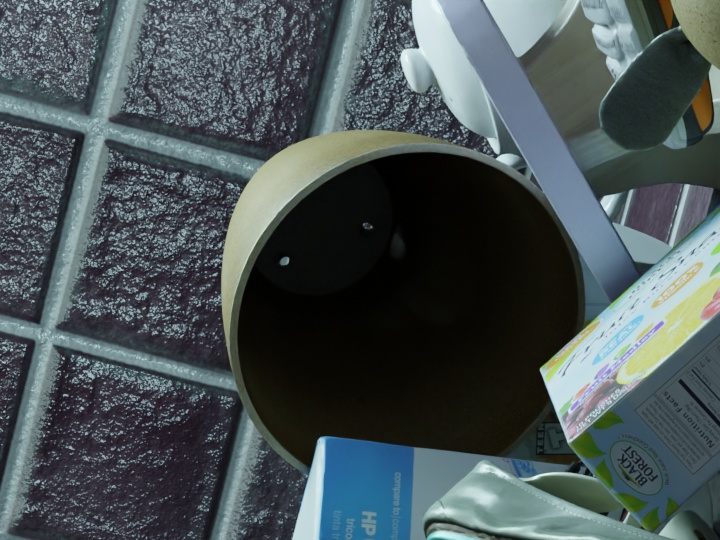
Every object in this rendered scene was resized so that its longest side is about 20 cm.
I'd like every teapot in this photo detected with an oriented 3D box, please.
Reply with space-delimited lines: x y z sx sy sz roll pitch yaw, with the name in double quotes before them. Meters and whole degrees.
"teapot" 0.095 -0.133 1.187 0.197 0.146 0.200 67 180 -71

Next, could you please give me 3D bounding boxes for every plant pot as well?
"plant pot" 0.000 0.000 1.139 0.200 0.186 0.187 -133 56 -68

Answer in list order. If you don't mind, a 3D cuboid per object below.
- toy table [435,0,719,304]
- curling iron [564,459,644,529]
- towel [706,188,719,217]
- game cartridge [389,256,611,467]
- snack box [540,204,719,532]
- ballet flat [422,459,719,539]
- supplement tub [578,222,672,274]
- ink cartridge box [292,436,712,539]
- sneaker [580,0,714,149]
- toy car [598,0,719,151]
"toy table" 0.130 -0.086 1.020 0.200 0.117 0.184 54 -171 -35
"curling iron" 0.096 0.156 0.903 0.200 0.050 0.026 -76 -31 -46
"towel" 0.205 -0.017 1.135 0.144 0.023 0.200 102 -177 -76
"game cartridge" 0.082 0.077 1.184 0.042 0.133 0.200 83 -170 -55
"snack box" 0.147 0.026 0.880 0.142 0.053 0.200 -41 3 5
"ballet flat" 0.110 0.119 0.860 0.064 0.200 0.067 -45 -51 -27
"supplement tub" 0.119 0.070 1.329 0.145 0.145 0.200 -76 1 -77
"ink cartridge box" 0.066 0.164 1.060 0.145 0.200 0.085 104 170 -54
"sneaker" 0.143 -0.156 0.875 0.078 0.112 0.200 -124 16 -72
"toy car" 0.166 -0.130 0.800 0.158 0.164 0.200 -76 -4 -62
